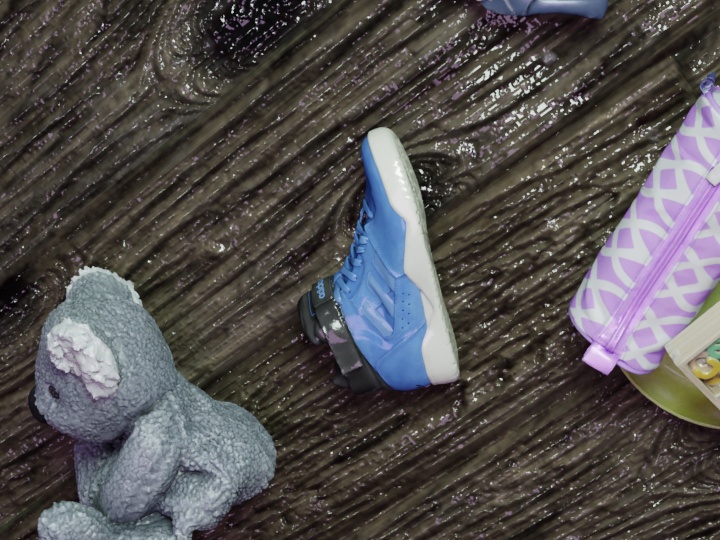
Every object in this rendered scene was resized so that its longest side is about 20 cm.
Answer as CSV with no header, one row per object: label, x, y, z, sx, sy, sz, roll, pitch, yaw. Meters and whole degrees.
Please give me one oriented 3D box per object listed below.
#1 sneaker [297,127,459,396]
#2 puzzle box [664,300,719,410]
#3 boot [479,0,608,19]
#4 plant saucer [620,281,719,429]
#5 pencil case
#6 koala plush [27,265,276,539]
sneaker,0.000,0.001,1.091,0.110,0.077,0.202,-12,114,7
puzzle box,0.317,0.071,1.024,0.133,0.026,0.200,-42,121,14
boot,0.072,-0.218,0.994,0.198,0.073,0.091,6,106,10
plant saucer,0.271,0.018,1.062,0.198,0.031,0.202,4,112,10
pencil case,0.217,-0.025,0.996,0.083,0.086,0.201,28,115,0
koala plush,-0.177,0.101,1.129,0.182,0.178,0.202,-21,104,7
